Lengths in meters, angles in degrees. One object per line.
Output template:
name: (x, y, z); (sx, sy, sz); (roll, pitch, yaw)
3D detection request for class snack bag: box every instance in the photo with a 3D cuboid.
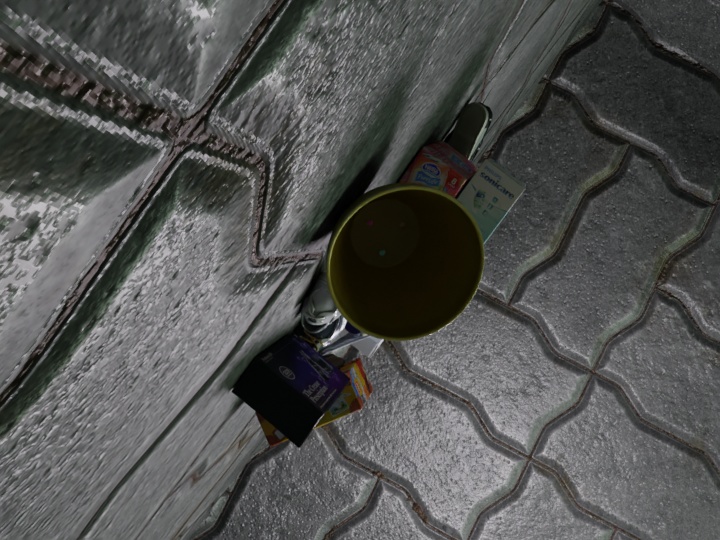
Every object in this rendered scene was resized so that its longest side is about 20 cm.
snack bag: (0.024, 0.124, 1.518); (0.199, 0.022, 0.188); (-25, -179, 27)

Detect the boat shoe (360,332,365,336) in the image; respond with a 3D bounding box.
boat shoe: (0.007, 0.065, 1.248); (0.062, 0.072, 0.200); (-22, -167, -5)

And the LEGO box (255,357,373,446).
LEGO box: (-0.087, 0.258, 1.367); (0.199, 0.078, 0.149); (-24, 180, 10)

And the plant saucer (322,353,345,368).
plant saucer: (-0.126, 0.218, 1.415); (0.199, 0.030, 0.200); (-24, 180, 0)

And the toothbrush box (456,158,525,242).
toothbrush box: (0.195, -0.090, 1.195); (0.201, 0.085, 0.146); (-54, 174, 17)

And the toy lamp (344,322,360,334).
toy lamp: (0.012, 0.088, 1.487); (0.058, 0.058, 0.200); (-53, 176, 14)

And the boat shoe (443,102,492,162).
boat shoe: (0.194, -0.237, 1.338); (0.066, 0.074, 0.200); (-26, 146, -53)

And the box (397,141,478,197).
box: (0.138, -0.160, 1.227); (0.103, 0.094, 0.200); (-55, 175, 19)

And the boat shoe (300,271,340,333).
boat shoe: (-0.063, 0.059, 1.121); (0.069, 0.072, 0.200); (-51, -176, -20)

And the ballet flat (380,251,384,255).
ballet flat: (0.000, 0.000, 1.251); (0.072, 0.068, 0.201); (-34, -160, 47)

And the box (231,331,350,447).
box: (-0.110, 0.193, 1.160); (0.079, 0.141, 0.200); (-55, 175, 12)

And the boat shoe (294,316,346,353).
boat shoe: (-0.093, 0.134, 1.286); (0.201, 0.071, 0.091); (-53, -178, 36)

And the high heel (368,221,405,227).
high heel: (0.057, -0.064, 1.142); (0.068, 0.096, 0.200); (-54, 175, 24)

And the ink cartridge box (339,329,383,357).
ink cartridge box: (0.028, 0.093, 1.725); (0.200, 0.146, 0.086); (-50, 173, -35)

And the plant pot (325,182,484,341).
plant pot: (0.044, -0.030, 0.900); (0.201, 0.199, 0.142); (-53, -159, 11)
